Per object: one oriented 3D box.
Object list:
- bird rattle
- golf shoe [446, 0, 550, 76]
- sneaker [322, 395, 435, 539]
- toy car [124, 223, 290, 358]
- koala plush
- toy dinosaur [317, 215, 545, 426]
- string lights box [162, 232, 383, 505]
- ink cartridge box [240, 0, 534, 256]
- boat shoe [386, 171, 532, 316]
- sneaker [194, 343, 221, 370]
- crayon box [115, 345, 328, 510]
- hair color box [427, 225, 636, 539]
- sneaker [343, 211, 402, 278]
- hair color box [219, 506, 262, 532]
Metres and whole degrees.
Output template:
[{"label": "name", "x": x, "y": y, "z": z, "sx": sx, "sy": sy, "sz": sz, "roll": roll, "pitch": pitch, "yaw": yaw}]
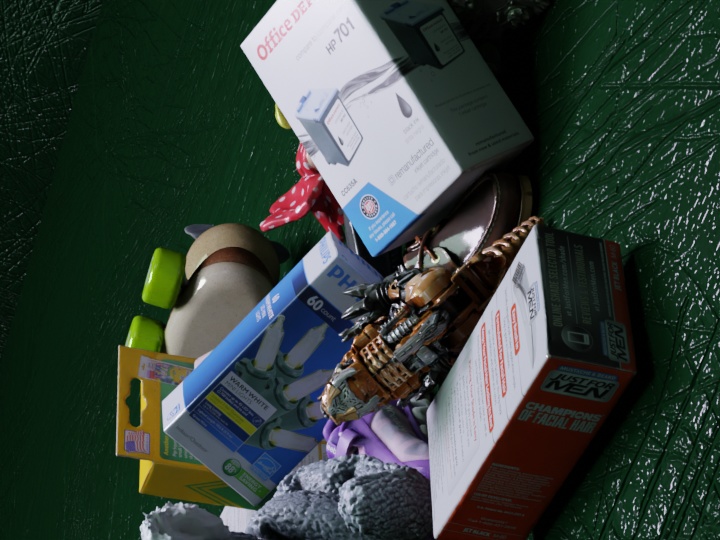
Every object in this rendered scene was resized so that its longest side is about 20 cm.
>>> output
[{"label": "bird rattle", "x": -0.035, "y": -0.132, "z": 1.916, "sx": 0.163, "sy": 0.112, "sz": 0.200, "roll": 110, "pitch": 177, "yaw": -46}, {"label": "golf shoe", "x": 0.096, "y": -0.218, "z": 1.692, "sx": 0.200, "sy": 0.078, "sz": 0.097, "roll": 122, "pitch": 160, "yaw": -48}, {"label": "sneaker", "x": 0.021, "y": 0.149, "z": 1.683, "sx": 0.200, "sy": 0.088, "sz": 0.081, "roll": -120, "pitch": 44, "yaw": -64}, {"label": "toy car", "x": -0.131, "y": 0.019, "z": 2.176, "sx": 0.200, "sy": 0.164, "sz": 0.158, "roll": -88, "pitch": 16, "yaw": -59}, {"label": "koala plush", "x": -0.063, "y": 0.228, "z": 1.590, "sx": 0.184, "sy": 0.200, "sz": 0.178, "roll": 19, "pitch": 121, "yaw": 56}, {"label": "toy dinosaur", "x": 0.053, "y": 0.039, "z": 1.555, "sx": 0.136, "sy": 0.199, "sz": 0.102, "roll": 142, "pitch": 108, "yaw": -78}, {"label": "string lights box", "x": -0.054, "y": 0.078, "z": 1.781, "sx": 0.200, "sy": 0.103, "sz": 0.059, "roll": -46, "pitch": 19, "yaw": 11}, {"label": "ink cartridge box", "x": 0.018, "y": -0.135, "z": 1.673, "sx": 0.200, "sy": 0.086, "sz": 0.146, "roll": 57, "pitch": 142, "yaw": 8}, {"label": "boat shoe", "x": 0.064, "y": 0.003, "z": 1.661, "sx": 0.071, "sy": 0.070, "sz": 0.200, "roll": -96, "pitch": 24, "yaw": -47}, {"label": "sneaker", "x": -0.057, "y": 0.094, "z": 1.903, "sx": 0.080, "sy": 0.200, "sz": 0.072, "roll": -31, "pitch": 68, "yaw": 20}, {"label": "crayon box", "x": -0.124, "y": 0.144, "z": 1.975, "sx": 0.052, "sy": 0.199, "sz": 0.126, "roll": 117, "pitch": 157, "yaw": -44}, {"label": "hair color box", "x": 0.107, "y": 0.080, "z": 1.449, "sx": 0.200, "sy": 0.064, "sz": 0.111, "roll": 116, "pitch": 160, "yaw": -45}, {"label": "sneaker", "x": 0.003, "y": 0.000, "z": 1.876, "sx": 0.104, "sy": 0.060, "sz": 0.201, "roll": 156, "pitch": 113, "yaw": -69}, {"label": "hair color box", "x": -0.098, "y": 0.270, "z": 2.052, "sx": 0.200, "sy": 0.064, "sz": 0.111, "roll": 119, "pitch": 155, "yaw": -44}]
